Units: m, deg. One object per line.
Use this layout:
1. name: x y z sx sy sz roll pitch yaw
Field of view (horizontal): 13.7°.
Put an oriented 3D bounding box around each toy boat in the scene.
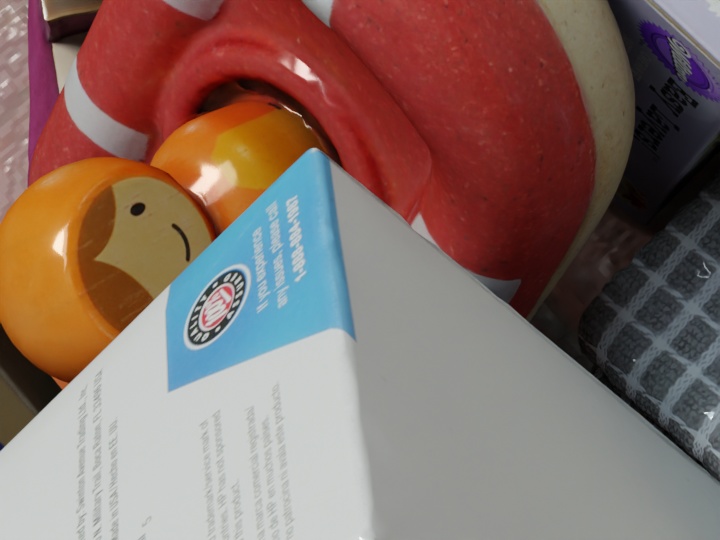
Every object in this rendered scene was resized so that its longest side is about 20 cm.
1. toy boat: -0.030 -0.016 0.693 0.131 0.200 0.131 45 47 14

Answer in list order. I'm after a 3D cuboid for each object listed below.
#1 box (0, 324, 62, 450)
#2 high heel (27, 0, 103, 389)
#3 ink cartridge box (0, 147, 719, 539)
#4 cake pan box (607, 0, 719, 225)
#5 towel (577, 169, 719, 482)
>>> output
1. box: -0.153 0.097 0.795 0.200 0.121 0.032 -28 40 10
2. high heel: -0.066 -0.010 0.878 0.067 0.096 0.201 0 82 3
3. ink cartridge box: -0.023 0.114 0.623 0.200 0.146 0.147 -43 25 19
4. cake pan box: 0.126 -0.105 0.749 0.052 0.200 0.184 41 81 4
5. towel: 0.168 0.008 0.738 0.200 0.086 0.166 -45 56 -5
